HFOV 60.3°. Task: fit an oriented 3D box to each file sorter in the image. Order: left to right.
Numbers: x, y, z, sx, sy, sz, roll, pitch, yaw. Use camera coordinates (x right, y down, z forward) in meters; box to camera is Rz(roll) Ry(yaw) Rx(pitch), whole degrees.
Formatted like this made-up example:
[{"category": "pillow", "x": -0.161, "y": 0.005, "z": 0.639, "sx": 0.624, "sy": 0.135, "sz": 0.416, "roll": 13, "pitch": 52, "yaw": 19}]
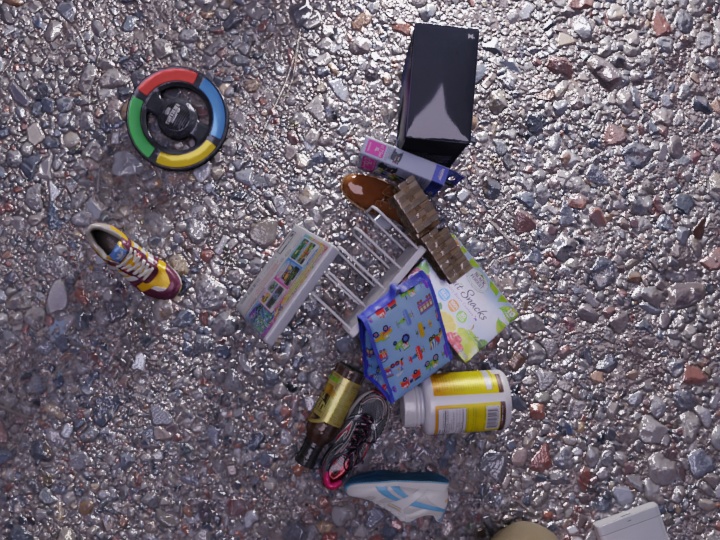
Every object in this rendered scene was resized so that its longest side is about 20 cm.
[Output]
[{"category": "file sorter", "x": 0.000, "y": 0.000, "z": 1.141, "sx": 0.124, "sy": 0.139, "sz": 0.201, "roll": 41, "pitch": 86, "yaw": -5}]

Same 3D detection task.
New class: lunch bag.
[{"category": "lunch bag", "x": 0.073, "y": 0.107, "z": 1.097, "sx": 0.149, "sy": 0.094, "sz": 0.203, "roll": -31, "pitch": 132, "yaw": -22}]

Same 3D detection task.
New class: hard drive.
[{"category": "hard drive", "x": 0.542, "y": 0.570, "z": 1.200, "sx": 0.129, "sy": 0.027, "sz": 0.204, "roll": -17, "pitch": 88, "yaw": -3}]

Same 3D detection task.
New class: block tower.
[{"category": "block tower", "x": 0.124, "y": -0.072, "z": 1.137, "sx": 0.054, "sy": 0.058, "sz": 0.202, "roll": -34, "pitch": 94, "yaw": -8}]

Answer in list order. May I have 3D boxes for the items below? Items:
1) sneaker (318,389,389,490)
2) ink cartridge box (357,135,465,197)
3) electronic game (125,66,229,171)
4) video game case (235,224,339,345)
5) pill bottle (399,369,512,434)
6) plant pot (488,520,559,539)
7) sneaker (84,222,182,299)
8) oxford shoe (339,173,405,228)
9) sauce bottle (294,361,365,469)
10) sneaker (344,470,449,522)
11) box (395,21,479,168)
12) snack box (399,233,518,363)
[{"category": "sneaker", "x": -0.006, "y": 0.321, "z": 1.162, "sx": 0.080, "sy": 0.075, "sz": 0.202, "roll": 30, "pitch": 85, "yaw": -1}, {"category": "ink cartridge box", "x": 0.091, "y": -0.188, "z": 1.170, "sx": 0.196, "sy": 0.119, "sz": 0.043, "roll": 19, "pitch": 86, "yaw": -2}, {"category": "electronic game", "x": -0.351, "y": -0.292, "z": 1.193, "sx": 0.195, "sy": 0.042, "sz": 0.205, "roll": 0, "pitch": 87, "yaw": -2}, {"category": "video game case", "x": -0.138, "y": 0.019, "z": 1.126, "sx": 0.024, "sy": 0.181, "sz": 0.201, "roll": 38, "pitch": 86, "yaw": -31}, {"category": "pill bottle", "x": 0.174, "y": 0.246, "z": 1.157, "sx": 0.196, "sy": 0.109, "sz": 0.112, "roll": -3, "pitch": 87, "yaw": -3}, {"category": "plant pot", "x": 0.302, "y": 0.542, "z": 1.126, "sx": 0.199, "sy": 0.201, "sz": 0.135, "roll": 33, "pitch": 51, "yaw": 0}, {"category": "sneaker", "x": -0.424, "y": -0.014, "z": 1.150, "sx": 0.198, "sy": 0.090, "sz": 0.076, "roll": 35, "pitch": 86, "yaw": 0}, {"category": "oxford shoe", "x": 0.053, "y": -0.135, "z": 1.191, "sx": 0.197, "sy": 0.071, "sz": 0.072, "roll": 25, "pitch": 88, "yaw": 0}, {"category": "sauce bottle", "x": -0.061, "y": 0.273, "z": 1.166, "sx": 0.064, "sy": 0.065, "sz": 0.203, "roll": 27, "pitch": 84, "yaw": -1}, {"category": "sneaker", "x": 0.067, "y": 0.423, "z": 1.160, "sx": 0.196, "sy": 0.077, "sz": 0.083, "roll": 4, "pitch": 89, "yaw": -1}, {"category": "box", "x": 0.134, "y": -0.313, "z": 1.140, "sx": 0.121, "sy": 0.198, "sz": 0.205, "roll": 5, "pitch": 86, "yaw": -3}, {"category": "snack box", "x": 0.186, "y": 0.053, "z": 1.196, "sx": 0.142, "sy": 0.053, "sz": 0.201, "roll": -40, "pitch": 89, "yaw": -6}]
